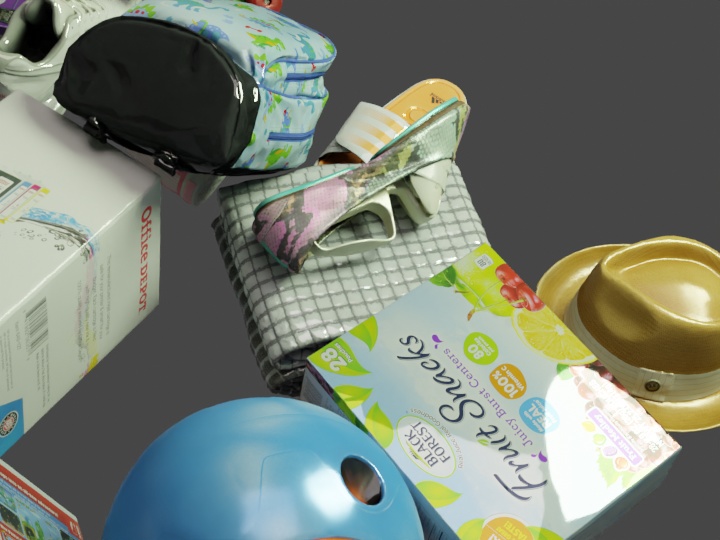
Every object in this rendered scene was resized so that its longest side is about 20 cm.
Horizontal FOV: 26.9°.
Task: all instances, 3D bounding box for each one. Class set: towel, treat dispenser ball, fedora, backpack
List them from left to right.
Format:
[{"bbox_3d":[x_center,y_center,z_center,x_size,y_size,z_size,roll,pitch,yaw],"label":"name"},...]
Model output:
[{"bbox_3d":[-0.101,-0.135,1.121,0.162,0.200,0.155,22,89,25],"label":"backpack"},{"bbox_3d":[-0.059,0.179,0.918,0.198,0.202,0.203,5,48,-6],"label":"treat dispenser ball"},{"bbox_3d":[0.000,0.000,1.158,0.197,0.086,0.167,-11,55,-17],"label":"towel"},{"bbox_3d":[0.237,0.031,1.179,0.198,0.082,0.202,5,48,-6],"label":"fedora"}]

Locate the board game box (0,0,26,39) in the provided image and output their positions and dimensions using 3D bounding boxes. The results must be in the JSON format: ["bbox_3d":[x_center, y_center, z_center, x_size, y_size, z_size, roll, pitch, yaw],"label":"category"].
[{"bbox_3d":[-0.337,-0.287,1.388,0.118,0.032,0.202,16,48,-2],"label":"board game box"}]

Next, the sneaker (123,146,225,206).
[{"bbox_3d":[-0.124,-0.150,1.273,0.104,0.076,0.201,31,55,10],"label":"sneaker"}]

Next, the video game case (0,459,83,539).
[{"bbox_3d":[-0.184,0.211,0.913,0.017,0.143,0.201,-28,55,3],"label":"video game case"}]

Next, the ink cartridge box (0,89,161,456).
[{"bbox_3d":[-0.256,0.003,1.069,0.144,0.148,0.200,31,51,17],"label":"ink cartridge box"}]

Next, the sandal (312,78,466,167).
[{"bbox_3d":[0.026,-0.120,1.286,0.079,0.060,0.207,30,52,14],"label":"sandal"}]

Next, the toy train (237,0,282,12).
[{"bbox_3d":[-0.160,-0.285,1.321,0.115,0.202,0.084,-32,21,-21],"label":"toy train"}]

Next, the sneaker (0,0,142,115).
[{"bbox_3d":[-0.247,-0.202,1.280,0.077,0.100,0.201,25,50,12],"label":"sneaker"}]

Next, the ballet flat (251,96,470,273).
[{"bbox_3d":[0.013,-0.056,1.115,0.199,0.069,0.072,-30,80,-24],"label":"ballet flat"}]

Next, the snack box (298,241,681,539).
[{"bbox_3d":[0.083,0.103,1.005,0.168,0.068,0.200,-30,64,-25],"label":"snack box"}]
